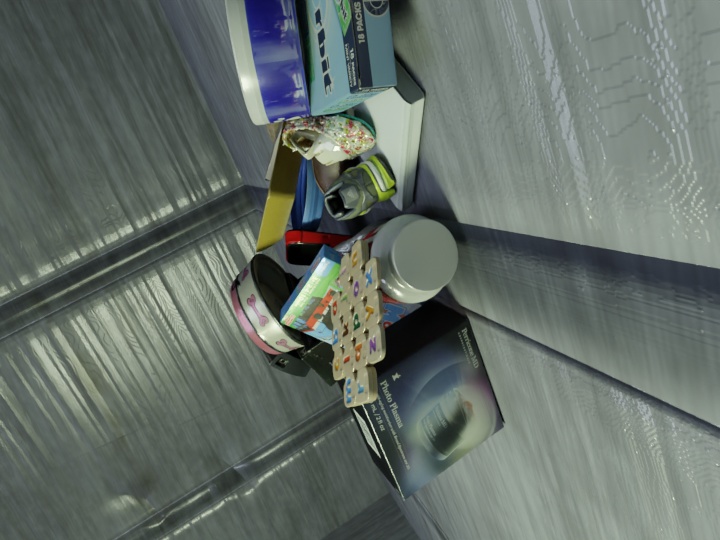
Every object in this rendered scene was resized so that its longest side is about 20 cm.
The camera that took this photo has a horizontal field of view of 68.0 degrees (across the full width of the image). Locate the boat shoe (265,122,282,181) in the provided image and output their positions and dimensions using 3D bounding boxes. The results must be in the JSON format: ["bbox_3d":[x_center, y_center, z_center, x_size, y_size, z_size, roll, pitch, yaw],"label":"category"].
[{"bbox_3d":[-0.139,-0.262,1.141,0.201,0.091,0.076,123,156,-50],"label":"boat shoe"}]

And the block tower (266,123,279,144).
[{"bbox_3d":[-0.178,-0.341,1.144,0.058,0.053,0.202,56,165,28],"label":"block tower"}]

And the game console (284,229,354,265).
[{"bbox_3d":[-0.066,-0.041,1.077,0.200,0.172,0.032,123,148,-77],"label":"game console"}]

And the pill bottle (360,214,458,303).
[{"bbox_3d":[0.057,-0.013,0.726,0.114,0.111,0.200,63,168,-3],"label":"pill bottle"}]

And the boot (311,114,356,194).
[{"bbox_3d":[-0.046,-0.202,0.845,0.203,0.071,0.167,63,168,8],"label":"boot"}]

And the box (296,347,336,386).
[{"bbox_3d":[-0.049,0.117,1.178,0.125,0.199,0.149,51,176,-41],"label":"box"}]

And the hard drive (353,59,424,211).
[{"bbox_3d":[0.030,-0.184,0.681,0.133,0.026,0.201,57,167,24],"label":"hard drive"}]

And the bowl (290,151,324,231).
[{"bbox_3d":[-0.105,-0.169,1.047,0.200,0.038,0.207,-179,90,-73],"label":"bowl"}]

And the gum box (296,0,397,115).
[{"bbox_3d":[-0.024,-0.271,0.580,0.200,0.043,0.175,-155,57,-71],"label":"gum box"}]

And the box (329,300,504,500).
[{"bbox_3d":[0.088,0.189,0.814,0.123,0.196,0.204,23,140,65],"label":"box"}]

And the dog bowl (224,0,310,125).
[{"bbox_3d":[-0.114,-0.296,0.682,0.200,0.077,0.206,172,90,-88],"label":"dog bowl"}]

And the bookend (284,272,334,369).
[{"bbox_3d":[-0.029,0.048,1.047,0.092,0.198,0.201,44,-162,-48],"label":"bookend"}]

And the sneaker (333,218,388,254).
[{"bbox_3d":[0.000,0.000,0.931,0.198,0.075,0.116,-28,96,43],"label":"sneaker"}]

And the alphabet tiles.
[{"bbox_3d":[-0.005,0.069,0.695,0.196,0.014,0.205,135,134,-63],"label":"alphabet tiles"}]

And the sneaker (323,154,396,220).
[{"bbox_3d":[-0.021,-0.109,0.772,0.075,0.080,0.200,61,163,-2],"label":"sneaker"}]

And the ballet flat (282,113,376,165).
[{"bbox_3d":[-0.050,-0.180,0.747,0.075,0.065,0.199,39,174,-36],"label":"ballet flat"}]

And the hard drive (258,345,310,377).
[{"bbox_3d":[-0.173,0.161,1.169,0.136,0.042,0.200,55,-178,24],"label":"hard drive"}]

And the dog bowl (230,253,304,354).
[{"bbox_3d":[-0.174,0.072,1.042,0.202,0.073,0.201,55,-169,-16],"label":"dog bowl"}]

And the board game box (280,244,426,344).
[{"bbox_3d":[-0.012,0.062,0.877,0.197,0.152,0.037,25,-149,-21],"label":"board game box"}]

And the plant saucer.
[{"bbox_3d":[-0.143,-0.159,0.978,0.201,0.047,0.205,122,156,-59],"label":"plant saucer"}]
